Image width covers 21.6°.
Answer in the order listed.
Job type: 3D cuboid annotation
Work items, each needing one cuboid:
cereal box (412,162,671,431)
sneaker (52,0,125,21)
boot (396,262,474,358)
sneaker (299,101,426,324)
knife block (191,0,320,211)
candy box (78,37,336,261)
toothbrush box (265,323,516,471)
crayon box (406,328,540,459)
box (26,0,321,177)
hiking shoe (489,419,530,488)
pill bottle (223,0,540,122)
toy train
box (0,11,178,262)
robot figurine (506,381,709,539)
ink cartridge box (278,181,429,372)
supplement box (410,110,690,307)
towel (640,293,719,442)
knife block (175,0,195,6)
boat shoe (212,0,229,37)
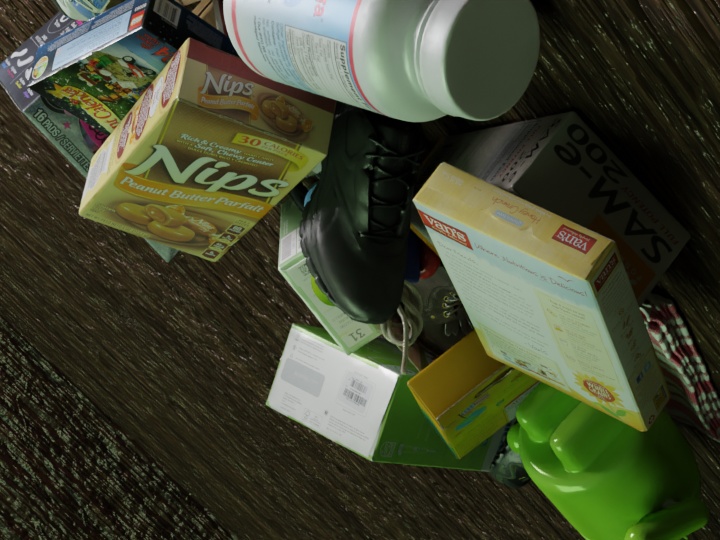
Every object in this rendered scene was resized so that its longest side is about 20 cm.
[{"bbox_3d":[0.125,0.021,1.266,0.144,0.040,0.200,27,159,33],"label":"cereal box"},{"bbox_3d":[-0.223,-0.257,1.495,0.077,0.076,0.200,23,168,25],"label":"sneaker"},{"bbox_3d":[0.083,0.014,1.551,0.200,0.069,0.174,45,162,-20],"label":"boot"},{"bbox_3d":[0.007,-0.063,1.334,0.076,0.200,0.091,2,168,-32],"label":"sneaker"},{"bbox_3d":[-0.076,-0.124,1.532,0.175,0.064,0.200,37,163,4],"label":"knife block"},{"bbox_3d":[-0.113,-0.082,1.356,0.115,0.055,0.200,19,151,-21],"label":"candy box"},{"bbox_3d":[0.037,0.120,1.754,0.145,0.086,0.200,24,-173,42],"label":"toothbrush box"},{"bbox_3d":[0.106,0.082,1.515,0.051,0.127,0.200,52,177,15],"label":"crayon box"},{"bbox_3d":[-0.124,-0.122,1.386,0.136,0.038,0.200,-19,141,42],"label":"box"},{"bbox_3d":[0.184,0.162,1.691,0.101,0.076,0.200,32,153,4],"label":"hiking shoe"},{"bbox_3d":[0.013,-0.155,1.180,0.200,0.109,0.109,21,156,45],"label":"pill bottle"},{"bbox_3d":[0.000,0.000,1.438,0.085,0.200,0.116,11,155,-26],"label":"toy train"},{"bbox_3d":[-0.207,-0.128,1.670,0.200,0.115,0.132,48,178,-31],"label":"box"},{"bbox_3d":[0.200,0.152,1.498,0.175,0.116,0.200,36,171,44],"label":"robot figurine"},{"bbox_3d":[0.004,0.031,1.653,0.200,0.048,0.146,53,-167,-21],"label":"ink cartridge box"},{"bbox_3d":[0.121,-0.036,1.323,0.126,0.074,0.200,44,163,-17],"label":"supplement box"},{"bbox_3d":[0.206,0.061,1.482,0.146,0.030,0.200,26,160,40],"label":"towel"},{"bbox_3d":[-0.156,-0.266,1.298,0.176,0.064,0.200,45,163,-18],"label":"knife block"},{"bbox_3d":[-0.057,-0.147,1.439,0.062,0.071,0.200,-14,139,14],"label":"boat shoe"}]
